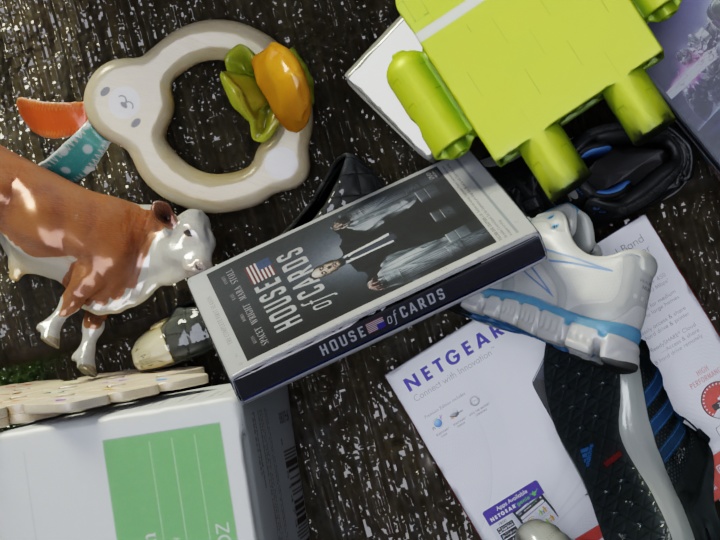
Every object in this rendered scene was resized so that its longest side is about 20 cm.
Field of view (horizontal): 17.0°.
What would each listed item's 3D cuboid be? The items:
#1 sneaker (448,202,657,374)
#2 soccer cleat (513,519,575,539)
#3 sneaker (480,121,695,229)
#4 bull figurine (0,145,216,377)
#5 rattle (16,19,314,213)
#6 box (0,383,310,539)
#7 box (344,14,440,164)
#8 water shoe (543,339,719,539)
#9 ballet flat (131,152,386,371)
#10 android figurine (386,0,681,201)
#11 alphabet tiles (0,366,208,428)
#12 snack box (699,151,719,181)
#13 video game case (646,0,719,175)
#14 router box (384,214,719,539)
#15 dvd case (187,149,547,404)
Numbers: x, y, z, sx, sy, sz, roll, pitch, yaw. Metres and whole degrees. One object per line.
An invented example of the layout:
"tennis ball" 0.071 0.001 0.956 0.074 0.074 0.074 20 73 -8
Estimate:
"sneaker" 0.101 -0.004 1.476 0.199 0.075 0.087 19 85 35
"soccer cleat" 0.152 0.202 1.491 0.077 0.200 0.069 -34 46 0
"sneaker" 0.114 -0.050 1.517 0.199 0.112 0.074 -23 87 5
"bull figurine" -0.188 -0.010 1.552 0.199 0.065 0.122 24 75 18
"rattle" -0.130 -0.094 1.532 0.198 0.143 0.131 4 109 0
"box" -0.125 0.179 1.496 0.170 0.200 0.201 -9 89 7
"box" 0.088 -0.165 1.530 0.078 0.095 0.200 44 95 4
"water shoe" 0.172 0.104 1.489 0.071 0.079 0.201 -33 62 41
"ballet flat" -0.069 -0.002 1.556 0.199 0.066 0.057 -36 106 -3
"android figurine" 0.100 -0.148 1.456 0.181 0.041 0.201 -35 80 5
"alphabet tiles" -0.196 0.082 1.500 0.195 0.199 0.015 -5 94 44
"snack box" 0.305 -0.051 1.534 0.116 0.037 0.201 -34 87 3
"video game case" 0.262 -0.126 1.504 0.143 0.019 0.200 -39 84 -7
"router box" 0.144 0.092 1.545 0.199 0.049 0.180 -32 87 5
"dvd case" 0.000 0.000 1.451 0.199 0.150 0.025 -25 116 -4
